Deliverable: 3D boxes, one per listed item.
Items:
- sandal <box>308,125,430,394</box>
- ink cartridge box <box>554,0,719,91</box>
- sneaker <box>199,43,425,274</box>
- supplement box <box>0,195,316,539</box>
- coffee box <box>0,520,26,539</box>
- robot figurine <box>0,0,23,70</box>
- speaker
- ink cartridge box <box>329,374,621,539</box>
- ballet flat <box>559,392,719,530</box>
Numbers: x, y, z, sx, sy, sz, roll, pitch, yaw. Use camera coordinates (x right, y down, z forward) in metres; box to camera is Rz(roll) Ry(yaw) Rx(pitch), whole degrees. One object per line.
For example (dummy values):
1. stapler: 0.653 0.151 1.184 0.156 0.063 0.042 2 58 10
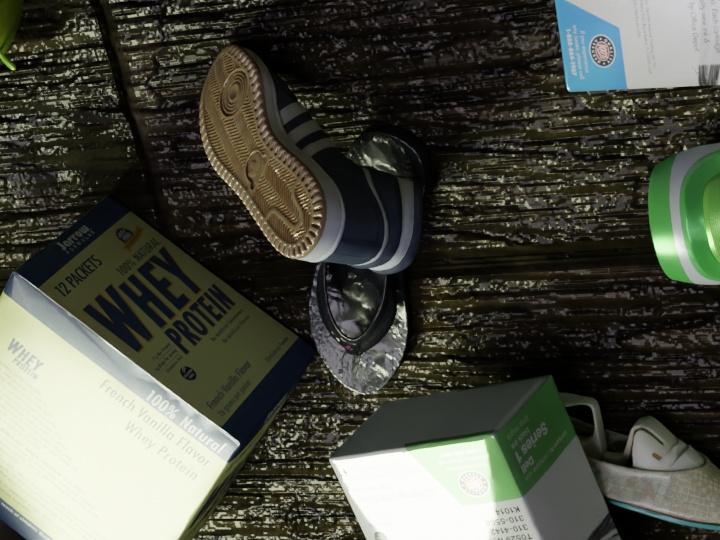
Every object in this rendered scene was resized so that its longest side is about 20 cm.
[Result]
1. sandal: -0.001 -0.001 1.231 0.075 0.048 0.202 16 119 16
2. ink cartridge box: 0.214 -0.171 1.033 0.198 0.068 0.117 0 114 25
3. sneaker: -0.030 -0.069 1.182 0.070 0.108 0.201 -57 42 26
4. supplement box: -0.176 0.098 1.310 0.199 0.134 0.201 36 124 4
5. coffee box: -0.308 0.188 1.377 0.079 0.200 0.114 -23 103 28
6. robot figurine: -0.320 -0.196 1.238 0.198 0.116 0.177 14 112 17
7. speaker: 0.275 -0.042 1.062 0.198 0.088 0.089 -7 112 27
8. ink cartridge box: 0.090 0.183 1.197 0.145 0.084 0.202 -13 107 39
9. ballet flat: 0.168 0.122 1.208 0.198 0.067 0.063 12 110 19
